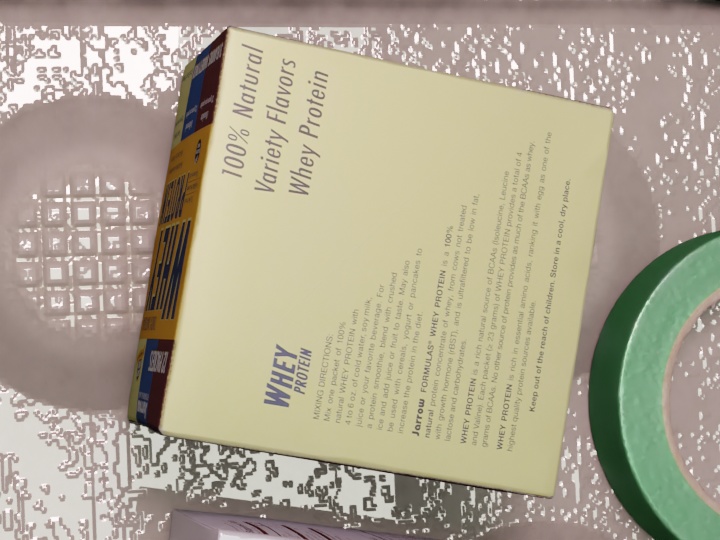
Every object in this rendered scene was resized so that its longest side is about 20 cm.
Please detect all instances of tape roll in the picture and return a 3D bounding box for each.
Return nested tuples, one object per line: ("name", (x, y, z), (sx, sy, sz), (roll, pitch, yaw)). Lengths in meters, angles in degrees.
("tape roll", (0.231, 0.074, 1.021), (0.200, 0.048, 0.201), (1, 87, -14))

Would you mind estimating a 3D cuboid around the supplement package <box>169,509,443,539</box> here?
("supplement package", (-0.001, 0.229, 0.902), (0.200, 0.147, 0.192), (10, 85, -14))

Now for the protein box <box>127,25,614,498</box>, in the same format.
("protein box", (0.000, 0.000, 0.920), (0.200, 0.135, 0.199), (10, 85, -14))
